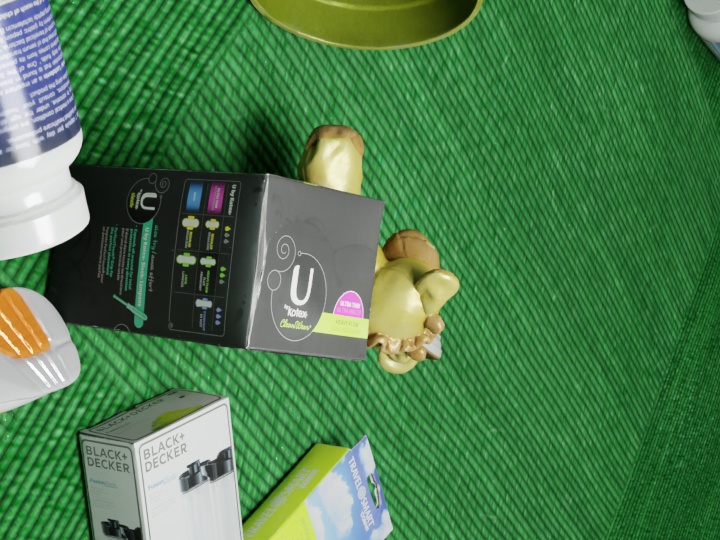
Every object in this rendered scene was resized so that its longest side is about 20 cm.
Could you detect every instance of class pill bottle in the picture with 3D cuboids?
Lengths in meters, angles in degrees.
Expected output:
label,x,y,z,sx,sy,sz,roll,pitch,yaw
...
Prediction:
label,x,y,z,sx,sy,sz,roll,pitch,yaw
pill bottle,0.531,-0.359,2.000,0.200,0.109,0.109,28,71,-54
pill bottle,-0.245,-0.114,0.909,0.116,0.116,0.200,-37,123,-47

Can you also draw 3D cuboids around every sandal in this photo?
label,x,y,z,sx,sy,sz,roll,pitch,yaw
sandal,-0.270,0.065,0.943,0.207,0.059,0.079,-20,86,-64

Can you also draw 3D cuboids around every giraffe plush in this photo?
label,x,y,z,sx,sy,sz,roll,pitch,yaw
giraffe plush,0.000,0.000,1.184,0.173,0.162,0.200,113,0,-75

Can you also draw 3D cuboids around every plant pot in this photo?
label,x,y,z,sx,sy,sz,roll,pitch,yaw
plant pot,0.008,-0.321,1.205,0.200,0.200,0.193,32,56,-52

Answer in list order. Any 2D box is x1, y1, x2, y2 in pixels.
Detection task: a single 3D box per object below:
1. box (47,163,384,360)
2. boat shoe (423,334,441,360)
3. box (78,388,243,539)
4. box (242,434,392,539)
label,x,y,z,sx,sy,sz,roll,pitch,yaw
box,-0.108,-0.007,1.045,0.148,0.200,0.124,9,86,-56
boat shoe,0.025,0.026,1.353,0.200,0.071,0.069,39,64,-49
box,-0.154,0.207,1.129,0.117,0.060,0.200,-21,111,-52
box,-0.050,0.252,1.294,0.200,0.048,0.122,-44,129,-44
